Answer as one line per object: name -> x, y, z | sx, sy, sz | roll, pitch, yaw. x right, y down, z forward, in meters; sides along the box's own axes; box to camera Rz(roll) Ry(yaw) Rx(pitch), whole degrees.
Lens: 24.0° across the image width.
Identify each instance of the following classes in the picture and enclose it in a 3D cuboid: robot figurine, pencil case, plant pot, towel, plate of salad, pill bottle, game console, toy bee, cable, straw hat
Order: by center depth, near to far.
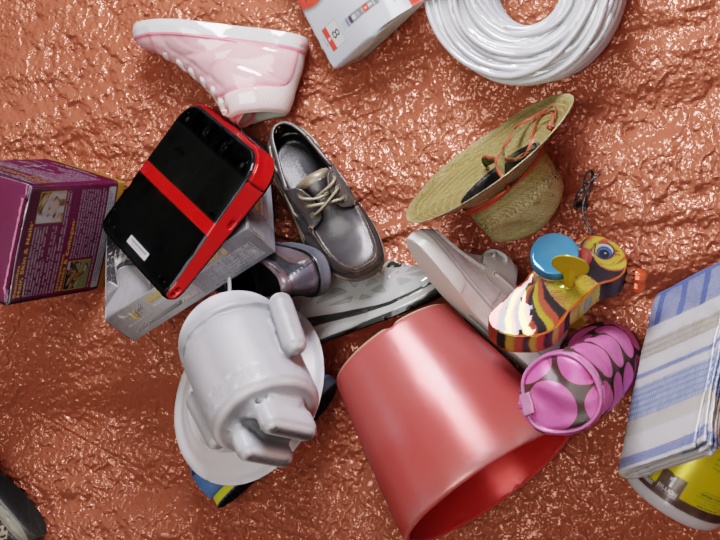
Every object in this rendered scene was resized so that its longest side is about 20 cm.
towel -> 0.301, 0.093, 1.577 | 0.024, 0.147, 0.201 | 24, 64, -17
pill bottle -> 0.344, 0.139, 1.610 | 0.109, 0.109, 0.200 | 33, 105, 16
pencil case -> 0.207, 0.104, 1.612 | 0.093, 0.200, 0.091 | -7, 92, 20
toy bee -> 0.213, 0.004, 1.618 | 0.108, 0.131, 0.200 | 28, 88, 20
straw hat -> 0.149, -0.078, 1.651 | 0.201, 0.201, 0.085 | -33, 106, 21
cable -> 0.164, -0.283, 1.670 | 0.199, 0.069, 0.201 | 16, 101, 21
robot figurine -> -0.113, 0.100, 1.678 | 0.170, 0.113, 0.200 | -47, 48, 22
plant pot -> 0.080, 0.144, 1.681 | 0.200, 0.200, 0.178 | -41, 70, 19
game console -> -0.180, -0.076, 1.759 | 0.177, 0.031, 0.200 | -54, 36, 3
plate of salad -> -0.113, 0.130, 1.773 | 0.200, 0.048, 0.201 | -17, 59, 31

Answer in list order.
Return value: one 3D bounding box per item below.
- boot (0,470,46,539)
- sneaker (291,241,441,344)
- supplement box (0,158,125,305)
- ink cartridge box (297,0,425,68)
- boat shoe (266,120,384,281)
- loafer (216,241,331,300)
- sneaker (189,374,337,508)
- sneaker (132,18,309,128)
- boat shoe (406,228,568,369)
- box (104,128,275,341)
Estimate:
boot -> -0.479, 0.280, 1.966 | 0.204, 0.073, 0.154 | 46, 104, 9
sneaker -> 0.000, 0.000, 1.754 | 0.200, 0.076, 0.116 | -21, 88, 24
supplement box -> -0.355, -0.045, 1.826 | 0.103, 0.200, 0.131 | 18, 100, 19
ink cartridge box -> -0.001, -0.318, 1.697 | 0.200, 0.050, 0.163 | -37, 79, 53
boat shoe -> -0.045, -0.072, 1.735 | 0.074, 0.073, 0.200 | -35, 61, -3
loafer -> -0.114, 0.001, 1.765 | 0.200, 0.063, 0.072 | 3, 109, 49
sneaker -> -0.111, 0.167, 1.818 | 0.200, 0.066, 0.079 | -44, 75, 19
sneaker -> -0.156, -0.209, 1.799 | 0.199, 0.075, 0.105 | 9, 92, 17
boat shoe -> 0.130, 0.018, 1.675 | 0.200, 0.072, 0.069 | 43, 80, -13
box -> -0.183, -0.038, 1.789 | 0.200, 0.048, 0.159 | -31, 40, 23
